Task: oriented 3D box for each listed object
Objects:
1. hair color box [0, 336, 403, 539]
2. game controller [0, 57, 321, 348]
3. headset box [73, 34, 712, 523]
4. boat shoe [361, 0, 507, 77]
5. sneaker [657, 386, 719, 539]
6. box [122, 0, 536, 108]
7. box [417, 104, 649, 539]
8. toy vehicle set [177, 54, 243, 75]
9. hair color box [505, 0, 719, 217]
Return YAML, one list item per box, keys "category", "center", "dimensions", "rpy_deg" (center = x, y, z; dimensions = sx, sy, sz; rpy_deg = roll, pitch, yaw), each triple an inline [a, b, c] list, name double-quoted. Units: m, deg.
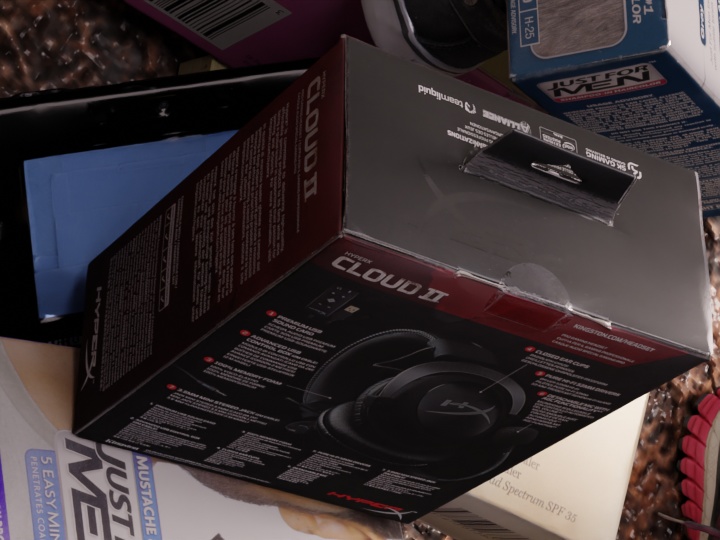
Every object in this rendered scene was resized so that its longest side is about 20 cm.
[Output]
- category: "hair color box"
  center: [-0.079, 0.093, 0.784]
  dimensions: [0.199, 0.065, 0.110]
  rpy_deg: [11, 54, -37]
- category: "game controller"
  center: [-0.073, -0.022, 0.796]
  dimensions: [0.199, 0.042, 0.105]
  rpy_deg: [-9, 103, -17]
- category: "headset box"
  center: [0.012, 0.009, 0.721]
  dimensions: [0.148, 0.200, 0.078]
  rpy_deg: [17, 56, -28]
- category: "boat shoe"
  center: [0.025, -0.173, 0.767]
  dimensions: [0.071, 0.068, 0.201]
  rpy_deg: [-3, 80, -39]
- category: "sneaker"
  center: [0.191, 0.153, 0.995]
  dimensions: [0.080, 0.074, 0.202]
  rpy_deg: [6, 82, -36]
- category: "box"
  center: [-0.003, -0.177, 0.854]
  dimensions: [0.175, 0.096, 0.201]
  rpy_deg: [29, 62, -29]
- category: "box"
  center: [0.072, 0.012, 0.884]
  dimensions: [0.095, 0.078, 0.201]
  rpy_deg: [25, 71, -32]
- category: "toy vehicle set"
  center: [0.000, 0.000, 0.897]
  dimensions: [0.199, 0.026, 0.125]
  rpy_deg: [20, 74, -34]
- category: "hair color box"
  center: [0.114, -0.093, 0.786]
  dimensions: [0.200, 0.060, 0.101]
  rpy_deg: [29, 56, -62]
